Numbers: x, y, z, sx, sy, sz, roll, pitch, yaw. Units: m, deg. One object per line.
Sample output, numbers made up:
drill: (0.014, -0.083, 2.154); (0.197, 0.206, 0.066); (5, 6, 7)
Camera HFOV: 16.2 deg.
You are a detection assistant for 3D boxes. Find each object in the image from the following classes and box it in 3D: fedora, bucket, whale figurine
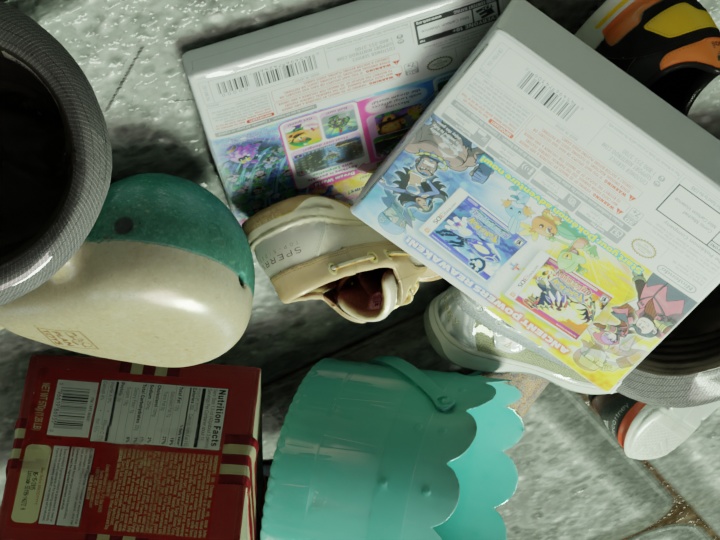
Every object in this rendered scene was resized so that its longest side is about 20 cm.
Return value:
fedora: (-0.232, -0.061, 1.365); (0.200, 0.177, 0.090); (-7, 180, 0)
fedora: (0.219, 0.000, 1.699); (0.177, 0.090, 0.200); (-32, 141, 21)
bucket: (0.022, 0.158, 1.736); (0.135, 0.207, 0.207); (12, 153, 15)
whale figurine: (-0.160, -0.005, 1.539); (0.200, 0.104, 0.159); (-1, 156, 23)

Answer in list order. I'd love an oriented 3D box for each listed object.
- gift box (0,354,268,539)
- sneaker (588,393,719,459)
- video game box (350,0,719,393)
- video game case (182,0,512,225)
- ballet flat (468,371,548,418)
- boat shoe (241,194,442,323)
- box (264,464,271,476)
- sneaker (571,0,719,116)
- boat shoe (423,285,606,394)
gift box: (-0.162, 0.170, 1.699); (0.200, 0.185, 0.187); (6, 139, 6)
sneaker: (0.250, 0.054, 1.847); (0.200, 0.082, 0.077); (-32, 142, -20)
video game box: (0.121, -0.041, 1.494); (0.200, 0.047, 0.182); (36, 131, -5)
video game case: (0.005, -0.101, 1.514); (0.200, 0.024, 0.182); (-17, 150, -2)
ballet flat: (0.056, 0.129, 1.864); (0.200, 0.067, 0.068); (-23, 149, 9)
boat shoe: (0.000, 0.000, 1.599); (0.074, 0.069, 0.200); (-27, 162, 32)
box: (-0.020, 0.254, 1.901); (0.200, 0.197, 0.117); (-2, 147, -24)
sneaker: (0.143, -0.083, 1.514); (0.070, 0.090, 0.200); (4, 134, -47)
boat shoe: (0.144, 0.036, 1.756); (0.202, 0.075, 0.065); (9, 145, -25)
